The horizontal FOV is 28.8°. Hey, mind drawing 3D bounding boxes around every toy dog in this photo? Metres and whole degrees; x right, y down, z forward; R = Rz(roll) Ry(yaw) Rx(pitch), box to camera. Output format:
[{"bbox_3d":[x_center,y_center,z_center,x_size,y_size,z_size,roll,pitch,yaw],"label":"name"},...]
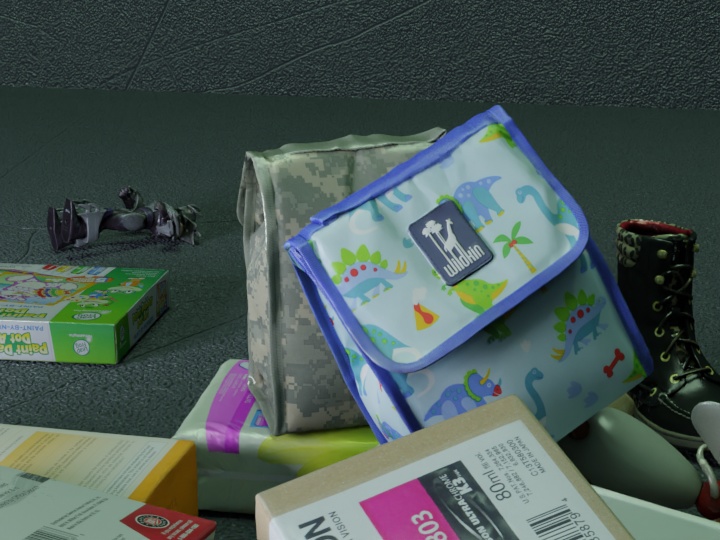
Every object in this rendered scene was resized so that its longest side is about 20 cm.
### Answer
[{"bbox_3d":[0.204,0.130,0.941,0.197,0.134,0.096,-3,-25,15],"label":"toy dog"}]

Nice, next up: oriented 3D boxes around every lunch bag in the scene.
[{"bbox_3d":[0.066,0.022,0.889,0.169,0.202,0.127,-33,15,-15],"label":"lunch bag"},{"bbox_3d":[0.000,0.000,0.991,0.162,0.203,0.118,-5,18,-14],"label":"lunch bag"}]

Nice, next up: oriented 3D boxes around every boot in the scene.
[{"bbox_3d":[0.259,0.051,1.150,0.072,0.156,0.204,-4,16,-16],"label":"boot"}]

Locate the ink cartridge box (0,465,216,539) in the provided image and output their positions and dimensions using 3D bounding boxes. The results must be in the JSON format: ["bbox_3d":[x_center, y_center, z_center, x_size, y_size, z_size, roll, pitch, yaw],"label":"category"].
[{"bbox_3d":[-0.197,0.168,0.763,0.197,0.085,0.144,13,7,11],"label":"ink cartridge box"}]

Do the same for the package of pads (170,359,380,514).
[{"bbox_3d":[-0.028,0.125,1.046,0.197,0.069,0.155,3,17,8],"label":"package of pads"}]

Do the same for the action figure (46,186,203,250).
[{"bbox_3d":[-0.282,-0.065,1.734,0.198,0.070,0.129,-7,12,-36],"label":"action figure"}]

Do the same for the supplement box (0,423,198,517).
[{"bbox_3d":[-0.218,0.158,0.908,0.197,0.075,0.126,4,16,12],"label":"supplement box"}]

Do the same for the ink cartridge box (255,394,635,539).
[{"bbox_3d":[0.057,0.171,0.706,0.163,0.076,0.200,-18,40,-18],"label":"ink cartridge box"}]

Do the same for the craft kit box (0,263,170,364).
[{"bbox_3d":[-0.310,0.040,1.399,0.197,0.049,0.198,2,18,7],"label":"craft kit box"}]

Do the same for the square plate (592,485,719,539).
[{"bbox_3d":[0.155,0.183,0.808,0.196,0.029,0.200,15,26,11],"label":"square plate"}]
